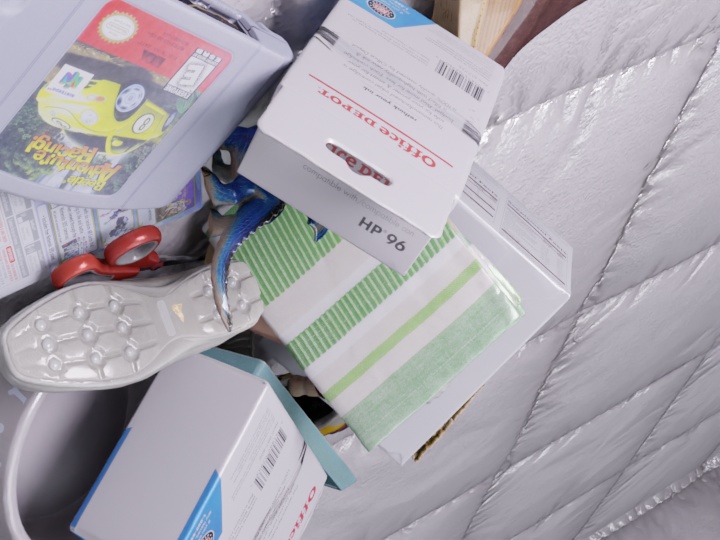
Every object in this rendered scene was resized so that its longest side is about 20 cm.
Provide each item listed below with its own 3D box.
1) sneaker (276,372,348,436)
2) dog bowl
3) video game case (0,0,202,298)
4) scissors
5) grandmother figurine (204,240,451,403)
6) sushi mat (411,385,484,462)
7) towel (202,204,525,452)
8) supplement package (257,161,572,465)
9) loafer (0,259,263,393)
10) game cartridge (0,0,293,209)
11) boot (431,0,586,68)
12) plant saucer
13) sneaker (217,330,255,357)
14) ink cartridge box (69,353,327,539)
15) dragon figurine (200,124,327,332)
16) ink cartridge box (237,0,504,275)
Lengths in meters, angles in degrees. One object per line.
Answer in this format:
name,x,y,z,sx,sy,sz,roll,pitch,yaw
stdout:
sneaker,-0.077,0.125,1.022,0.198,0.076,0.090,-24,166,26
dog bowl,-0.197,0.117,0.806,0.199,0.058,0.203,-32,129,-49
video game case,-0.178,-0.073,0.636,0.180,0.046,0.201,-25,152,-21
scissors,-0.150,-0.003,0.775,0.073,0.014,0.200,-30,176,1
grandmother figurine,-0.025,0.045,0.843,0.061,0.198,0.122,-55,166,-58
sushi mat,0.067,0.103,1.029,0.096,0.012,0.200,-49,-171,5
towel,0.000,0.000,0.808,0.152,0.201,0.023,-40,177,1
supplement package,0.045,0.019,0.910,0.200,0.155,0.111,-48,-175,23
loafer,-0.148,0.039,0.732,0.069,0.071,0.199,-25,171,41
game cartridge,-0.132,-0.092,0.571,0.133,0.041,0.199,-42,155,20
boot,0.120,-0.176,0.803,0.165,0.073,0.201,-22,148,-23
plant saucer,-0.067,0.122,0.911,0.019,0.069,0.201,-63,146,-24
sneaker,-0.152,0.106,0.964,0.074,0.106,0.202,14,101,-25
ink cartridge box,-0.107,0.168,0.835,0.146,0.083,0.201,-62,157,-21
dragon figurine,-0.048,-0.055,0.717,0.098,0.201,0.059,-2,133,-2
ink cartridge box,0.006,-0.079,0.665,0.068,0.115,0.201,-56,-174,38
